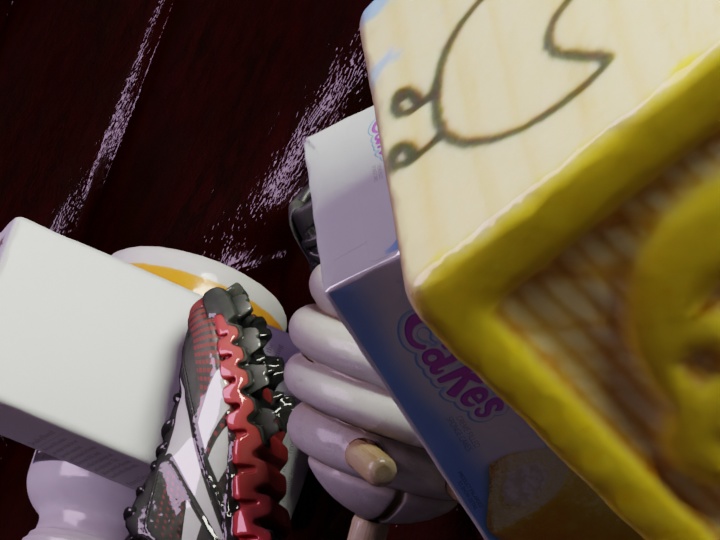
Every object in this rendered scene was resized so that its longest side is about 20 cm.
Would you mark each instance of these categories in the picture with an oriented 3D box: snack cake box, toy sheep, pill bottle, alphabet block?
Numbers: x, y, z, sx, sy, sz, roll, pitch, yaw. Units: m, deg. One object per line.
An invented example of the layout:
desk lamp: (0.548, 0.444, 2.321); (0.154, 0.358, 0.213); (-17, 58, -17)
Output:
snack cake box: (0.054, 0.035, 1.217); (0.067, 0.200, 0.115); (-26, 32, 13)
toy sheep: (0.025, 0.048, 1.385); (0.201, 0.137, 0.138); (-69, 20, 3)
pill bottle: (-0.123, 0.097, 1.698); (0.116, 0.116, 0.201); (-22, 46, 61)
alphabet block: (0.133, -0.039, 1.071); (0.195, 0.196, 0.200); (-39, 28, 17)

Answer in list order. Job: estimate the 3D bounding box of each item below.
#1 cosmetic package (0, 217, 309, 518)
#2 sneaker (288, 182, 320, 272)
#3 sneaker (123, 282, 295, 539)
cosmetic package: (-0.119, 0.060, 1.605); (0.074, 0.199, 0.102); (-32, 36, 66)
sneaker: (0.000, 0.000, 1.532); (0.201, 0.099, 0.070); (-63, 20, 10)
sneaker: (-0.080, 0.105, 1.530); (0.097, 0.071, 0.202); (-12, 69, 13)
